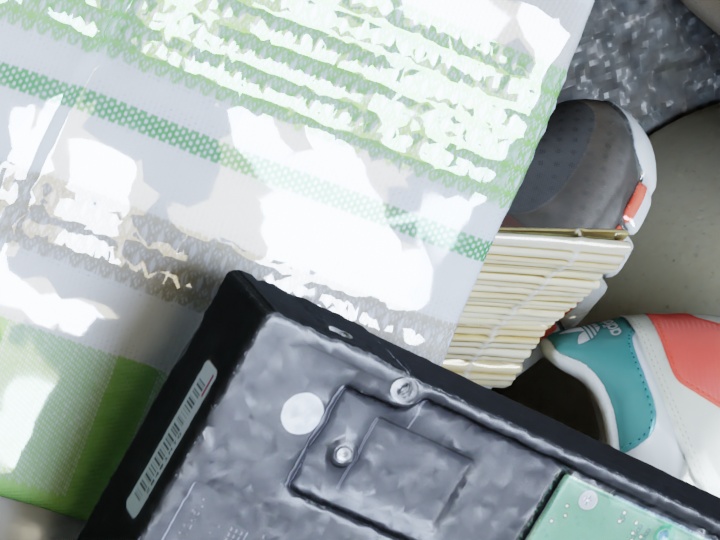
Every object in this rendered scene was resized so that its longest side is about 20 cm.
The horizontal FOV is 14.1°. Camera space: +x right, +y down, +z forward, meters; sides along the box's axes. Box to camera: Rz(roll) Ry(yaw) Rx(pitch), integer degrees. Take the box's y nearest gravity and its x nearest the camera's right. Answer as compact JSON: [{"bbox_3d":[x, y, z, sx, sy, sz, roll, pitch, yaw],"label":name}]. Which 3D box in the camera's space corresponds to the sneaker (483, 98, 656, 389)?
[{"bbox_3d":[0.000,0.000,0.827,0.200,0.077,0.082,-39,114,-20],"label":"sneaker"}]

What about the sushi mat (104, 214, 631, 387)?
[{"bbox_3d":[-0.038,0.008,0.739,0.200,0.096,0.012,2,64,-17],"label":"sushi mat"}]

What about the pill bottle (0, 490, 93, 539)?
[{"bbox_3d":[-0.122,0.138,0.752,0.112,0.112,0.200,18,95,-35],"label":"pill bottle"}]

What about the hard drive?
[{"bbox_3d":[0.021,0.100,0.705,0.200,0.038,0.140,25,99,-25],"label":"hard drive"}]

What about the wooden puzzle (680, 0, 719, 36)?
[{"bbox_3d":[0.226,-0.091,0.902,0.200,0.185,0.037,-37,155,-20],"label":"wooden puzzle"}]

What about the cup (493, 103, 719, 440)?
[{"bbox_3d":[0.162,0.055,0.903,0.200,0.143,0.201,-9,106,-32],"label":"cup"}]

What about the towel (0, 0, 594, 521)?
[{"bbox_3d":[-0.029,-0.031,0.673,0.149,0.031,0.200,19,99,-20],"label":"towel"}]

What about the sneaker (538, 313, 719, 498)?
[{"bbox_3d":[0.077,0.107,0.804,0.093,0.070,0.200,5,96,-6],"label":"sneaker"}]
